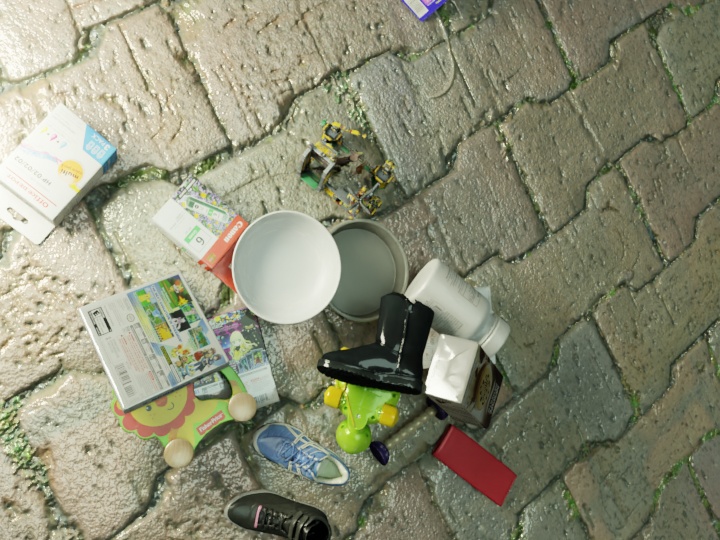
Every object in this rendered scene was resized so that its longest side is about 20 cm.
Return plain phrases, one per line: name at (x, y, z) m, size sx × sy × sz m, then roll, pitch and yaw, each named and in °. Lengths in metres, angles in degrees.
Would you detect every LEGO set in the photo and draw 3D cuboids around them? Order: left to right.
LEGO set at (-0.025, -0.200, 1.206) m, size 0.200 × 0.116 × 0.154 m, roll 46°, pitch 72°, yaw 1°

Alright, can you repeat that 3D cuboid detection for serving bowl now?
serving bowl at (-0.137, -0.005, 1.163) m, size 0.197 × 0.066 × 0.203 m, roll 0°, pitch 90°, yaw -15°

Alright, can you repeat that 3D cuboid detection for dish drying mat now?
dish drying mat at (0.239, 0.405, 1.327) m, size 0.199 × 0.018 × 0.077 m, roll 40°, pitch 72°, yaw -15°

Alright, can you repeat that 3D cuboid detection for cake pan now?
cake pan at (0.000, 0.000, 1.257) m, size 0.197 × 0.037 × 0.204 m, roll 2°, pitch 84°, yaw -22°

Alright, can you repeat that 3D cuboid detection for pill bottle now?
pill bottle at (0.190, 0.081, 1.248) m, size 0.199 × 0.114 × 0.115 m, roll 39°, pitch 72°, yaw -6°

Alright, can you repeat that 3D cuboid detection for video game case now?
video game case at (-0.342, 0.111, 1.056) m, size 0.181 × 0.022 × 0.201 m, roll -23°, pitch 64°, yaw -28°
video game case at (-0.260, 0.176, 1.132) m, size 0.198 × 0.036 × 0.184 m, roll -16°, pitch 91°, yaw -23°

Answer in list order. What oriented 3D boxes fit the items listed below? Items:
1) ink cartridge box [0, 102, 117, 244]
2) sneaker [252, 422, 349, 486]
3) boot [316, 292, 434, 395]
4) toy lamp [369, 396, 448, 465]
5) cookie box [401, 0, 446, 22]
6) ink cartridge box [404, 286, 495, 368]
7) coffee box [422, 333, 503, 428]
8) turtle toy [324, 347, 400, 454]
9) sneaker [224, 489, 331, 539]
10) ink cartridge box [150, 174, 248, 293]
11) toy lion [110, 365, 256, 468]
ink cartridge box at (-0.510, -0.156, 1.044) m, size 0.115 × 0.068 × 0.201 m, roll 39°, pitch 72°, yaw -14°
sneaker at (-0.102, 0.335, 1.160) m, size 0.198 × 0.077 × 0.077 m, roll 26°, pitch 77°, yaw -17°
boot at (0.030, 0.122, 1.146) m, size 0.197 × 0.077 × 0.170 m, roll 12°, pitch 65°, yaw -4°
toy lamp at (0.110, 0.305, 1.262) m, size 0.199 × 0.058 × 0.059 m, roll -34°, pitch 98°, yaw -23°
cookie box at (0.196, -0.646, 1.334) m, size 0.075 × 0.171 × 0.201 m, roll 41°, pitch 71°, yaw -17°
ink cartridge box at (0.179, 0.118, 1.324) m, size 0.197 × 0.057 × 0.165 m, roll -3°, pitch 86°, yaw -8°
coffee box at (0.197, 0.212, 1.193) m, size 0.200 × 0.079 × 0.114 m, roll 46°, pitch 60°, yaw -55°
turtle toy at (0.007, 0.244, 1.199) m, size 0.144 × 0.101 × 0.202 m, roll 18°, pitch 76°, yaw 7°
sneaker at (-0.137, 0.440, 1.123) m, size 0.198 × 0.099 × 0.072 m, roll 18°, pitch 80°, yaw -19°
ink cartridge box at (-0.263, -0.063, 1.147) m, size 0.200 × 0.050 × 0.109 m, roll 42°, pitch 71°, yaw -13°
toy lion at (-0.302, 0.213, 1.064) m, size 0.199 × 0.069 × 0.193 m, roll -33°, pitch 89°, yaw -22°
